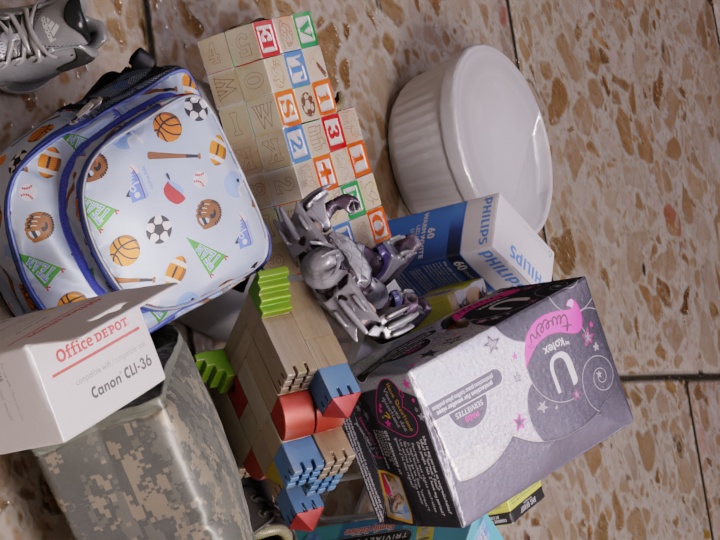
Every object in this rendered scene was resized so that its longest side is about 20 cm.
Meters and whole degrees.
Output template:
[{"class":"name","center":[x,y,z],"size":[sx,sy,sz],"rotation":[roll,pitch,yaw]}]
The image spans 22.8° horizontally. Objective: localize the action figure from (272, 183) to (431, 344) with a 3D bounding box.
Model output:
[{"class":"action figure","center":[0.000,0.000,1.357],"size":[0.131,0.069,0.200],"rotation":[66,13,14]}]

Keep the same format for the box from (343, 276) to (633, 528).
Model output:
[{"class":"box","center":[0.097,0.101,1.408],"size":[0.199,0.114,0.133],"rotation":[-25,100,-36]}]

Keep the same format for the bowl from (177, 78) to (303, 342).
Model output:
[{"class":"bowl","center":[-0.108,-0.053,1.472],"size":[0.200,0.074,0.201],"rotation":[33,53,-49]}]

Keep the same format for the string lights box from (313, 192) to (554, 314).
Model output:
[{"class":"string lights box","center":[0.060,0.002,1.593],"size":[0.103,0.199,0.059],"rotation":[43,45,-41]}]

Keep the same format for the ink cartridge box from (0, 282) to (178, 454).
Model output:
[{"class":"ink cartridge box","center":[-0.211,0.069,1.148],"size":[0.116,0.199,0.068],"rotation":[-34,107,-56]}]

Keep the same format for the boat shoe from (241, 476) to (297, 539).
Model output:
[{"class":"boat shoe","center":[-0.081,0.213,1.420],"size":[0.073,0.064,0.202],"rotation":[25,56,-47]}]

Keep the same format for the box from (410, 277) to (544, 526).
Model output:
[{"class":"box","center":[0.098,0.113,1.522],"size":[0.075,0.050,0.202],"rotation":[-26,101,-58]}]

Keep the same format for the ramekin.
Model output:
[{"class":"ramekin","center":[0.108,-0.119,1.811],"size":[0.202,0.094,0.204],"rotation":[28,56,-50]}]

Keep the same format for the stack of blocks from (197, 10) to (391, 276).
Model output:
[{"class":"stack of blocks","center":[-0.052,-0.104,1.454],"size":[0.115,0.058,0.202],"rotation":[-26,101,-58]}]

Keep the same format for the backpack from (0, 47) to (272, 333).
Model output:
[{"class":"backpack","center":[-0.171,-0.036,1.278],"size":[0.190,0.154,0.201],"rotation":[-31,102,-21]}]

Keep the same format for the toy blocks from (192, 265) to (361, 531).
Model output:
[{"class":"toy blocks","center":[-0.055,0.109,1.341],"size":[0.099,0.200,0.137],"rotation":[-11,59,-29]}]

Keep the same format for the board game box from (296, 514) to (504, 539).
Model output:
[{"class":"board game box","center":[0.042,0.269,1.467],"size":[0.151,0.199,0.047],"rotation":[55,38,-29]}]

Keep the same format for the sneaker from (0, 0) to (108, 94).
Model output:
[{"class":"sneaker","center":[-0.252,-0.166,1.249],"size":[0.200,0.115,0.076],"rotation":[-16,92,-58]}]

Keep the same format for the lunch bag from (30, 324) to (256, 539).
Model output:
[{"class":"lunch bag","center":[-0.148,0.144,1.292],"size":[0.200,0.117,0.165],"rotation":[-84,153,-74]}]

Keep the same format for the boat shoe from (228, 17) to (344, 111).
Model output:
[{"class":"boat shoe","center":[-0.048,-0.133,1.590],"size":[0.203,0.074,0.075],"rotation":[59,35,-26]}]

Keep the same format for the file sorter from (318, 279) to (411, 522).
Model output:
[{"class":"file sorter","center":[0.004,0.133,1.528],"size":[0.201,0.124,0.139],"rotation":[57,36,-28]}]
